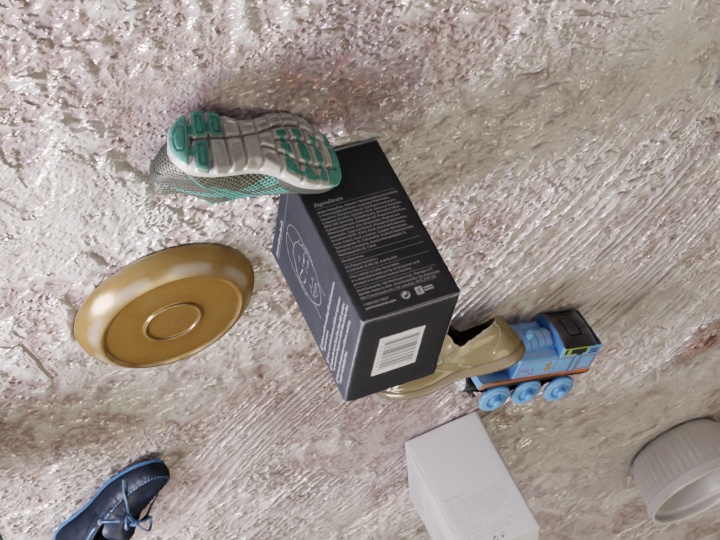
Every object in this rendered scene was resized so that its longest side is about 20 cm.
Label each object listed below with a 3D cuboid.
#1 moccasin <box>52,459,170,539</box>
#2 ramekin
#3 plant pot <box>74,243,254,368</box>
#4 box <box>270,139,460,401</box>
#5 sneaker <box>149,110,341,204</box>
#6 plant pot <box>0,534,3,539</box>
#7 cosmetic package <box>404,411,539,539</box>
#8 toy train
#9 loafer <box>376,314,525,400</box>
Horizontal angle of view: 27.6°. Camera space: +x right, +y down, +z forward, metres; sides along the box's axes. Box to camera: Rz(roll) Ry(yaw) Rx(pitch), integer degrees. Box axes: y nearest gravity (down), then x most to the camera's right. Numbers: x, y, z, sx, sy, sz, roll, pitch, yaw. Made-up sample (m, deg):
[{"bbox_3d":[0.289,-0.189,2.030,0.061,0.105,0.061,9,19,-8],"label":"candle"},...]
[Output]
[{"bbox_3d":[-0.301,0.312,1.837,0.080,0.068,0.200,11,133,-48],"label":"moccasin"},{"bbox_3d":[0.571,0.346,2.557,0.200,0.105,0.200,-19,149,-12],"label":"ramekin"},{"bbox_3d":[-0.201,0.046,1.544,0.200,0.028,0.200,-19,149,-12],"label":"plant pot"},{"bbox_3d":[0.000,0.000,1.457,0.107,0.200,0.149,-17,150,-19],"label":"box"},{"bbox_3d":[-0.110,-0.098,1.364,0.200,0.078,0.091,6,153,-38],"label":"sneaker"},{"bbox_3d":[-0.464,0.277,1.521,0.200,0.196,0.200,-20,151,-12],"label":"plant pot"},{"bbox_3d":[0.161,0.347,2.131,0.123,0.200,0.200,-24,151,-10],"label":"cosmetic package"},{"bbox_3d":[0.218,0.116,1.940,0.200,0.087,0.114,-5,135,-30],"label":"toy train"},{"bbox_3d":[0.105,0.106,1.845,0.199,0.068,0.076,-19,-166,8],"label":"loafer"}]
